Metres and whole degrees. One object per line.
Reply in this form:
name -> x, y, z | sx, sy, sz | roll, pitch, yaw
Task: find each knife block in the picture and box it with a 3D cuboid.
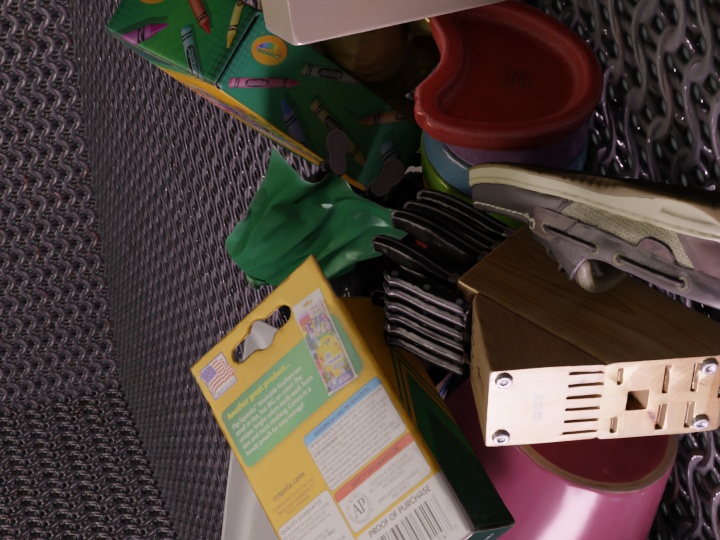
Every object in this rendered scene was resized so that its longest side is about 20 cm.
knife block -> 0.108, 0.017, 1.045 | 0.176, 0.200, 0.064 | -98, 5, -46

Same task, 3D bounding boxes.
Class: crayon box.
crayon box -> -0.060, -0.125, 1.184 | 0.119, 0.058, 0.200 | 29, 179, 40
crayon box -> -0.009, 0.106, 1.082 | 0.126, 0.052, 0.200 | -42, 66, 27

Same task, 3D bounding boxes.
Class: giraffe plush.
giraffe plush -> 0.018, -0.180, 1.236 | 0.162, 0.200, 0.173 | 51, -143, -59

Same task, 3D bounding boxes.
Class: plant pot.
plant pot -> 0.109, 0.141, 1.136 | 0.200, 0.200, 0.179 | 65, 146, 35

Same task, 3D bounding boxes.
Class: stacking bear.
stacking bear -> 0.084, -0.063, 1.145 | 0.200, 0.114, 0.122 | 99, -178, -53

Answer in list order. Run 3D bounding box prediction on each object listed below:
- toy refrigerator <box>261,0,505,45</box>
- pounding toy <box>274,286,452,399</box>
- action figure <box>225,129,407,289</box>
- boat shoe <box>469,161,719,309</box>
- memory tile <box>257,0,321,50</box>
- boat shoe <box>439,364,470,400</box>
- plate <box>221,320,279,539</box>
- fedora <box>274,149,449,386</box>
toy refrigerator -> 0.041, -0.191, 1.021 | 0.070, 0.200, 0.076 | -139, 37, -65
pounding toy -> 0.028, 0.049, 1.460 | 0.200, 0.142, 0.184 | -16, 88, 58
action figure -> -0.039, -0.030, 1.184 | 0.200, 0.118, 0.055 | -39, 26, 58
boat shoe -> 0.133, -0.020, 0.978 | 0.201, 0.072, 0.066 | 13, 97, 47
memory tile -> -0.024, -0.217, 1.348 | 0.017, 0.200, 0.154 | 4, 113, 27
boat shoe -> 0.111, 0.060, 1.274 | 0.200, 0.084, 0.069 | -52, 44, 51
plate -> -0.047, 0.142, 1.218 | 0.200, 0.032, 0.200 | -168, 84, -68
fedora -> 0.000, 0.000, 1.276 | 0.200, 0.092, 0.201 | -15, 66, 39
